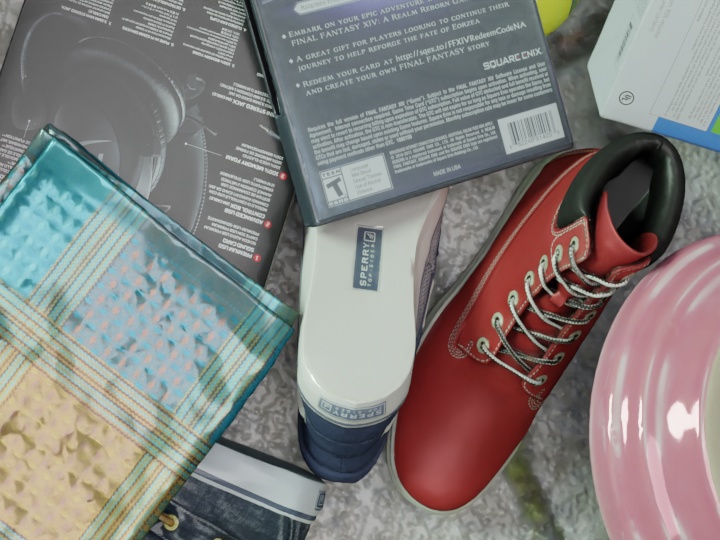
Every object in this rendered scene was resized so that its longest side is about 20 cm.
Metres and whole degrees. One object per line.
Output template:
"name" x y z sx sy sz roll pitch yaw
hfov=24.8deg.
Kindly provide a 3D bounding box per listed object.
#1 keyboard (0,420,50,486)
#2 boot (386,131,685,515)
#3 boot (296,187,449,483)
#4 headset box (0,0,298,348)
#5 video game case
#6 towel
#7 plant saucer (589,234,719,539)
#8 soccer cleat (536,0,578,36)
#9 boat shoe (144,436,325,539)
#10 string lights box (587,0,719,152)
"keyboard" -0.220 0.077 0.753 0.200 0.021 0.127 45 117 -4
"boot" 0.081 0.027 0.772 0.072 0.144 0.201 29 84 -8
"boot" 0.000 0.000 0.803 0.072 0.090 0.201 13 57 0
"headset box" -0.106 -0.047 0.780 0.148 0.077 0.201 17 85 -8
"video game case" 0.013 -0.136 0.764 0.142 0.019 0.201 -18 94 -22
"towel" -0.139 0.056 0.719 0.146 0.022 0.200 37 82 -4
"plant saucer" 0.195 0.078 0.724 0.200 0.051 0.201 6 77 -29
"soccer cleat" 0.116 -0.209 0.819 0.065 0.084 0.201 28 83 -8
"boat shoe" -0.122 0.105 0.773 0.200 0.071 0.091 23 86 -6
"string lights box" 0.216 -0.096 0.743 0.199 0.059 0.103 16 120 -9
